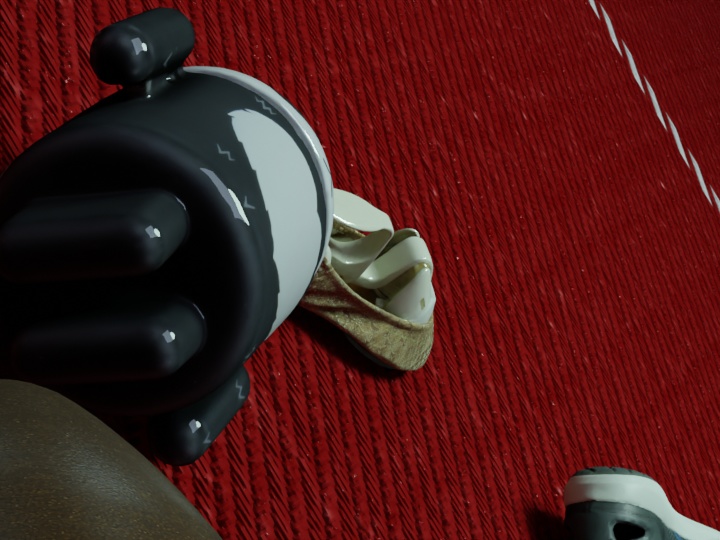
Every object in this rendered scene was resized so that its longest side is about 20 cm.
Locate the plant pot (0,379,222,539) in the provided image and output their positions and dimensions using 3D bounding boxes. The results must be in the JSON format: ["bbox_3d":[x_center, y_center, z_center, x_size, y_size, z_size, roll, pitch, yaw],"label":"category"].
[{"bbox_3d":[-0.104,0.120,0.648,0.187,0.187,0.200,46,9,-28],"label":"plant pot"}]

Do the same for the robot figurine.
[{"bbox_3d":[-0.080,-0.015,0.928,0.124,0.151,0.200,33,21,3],"label":"robot figurine"}]

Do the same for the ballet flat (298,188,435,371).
[{"bbox_3d":[0.000,0.000,1.182,0.200,0.065,0.071,29,35,-54],"label":"ballet flat"}]

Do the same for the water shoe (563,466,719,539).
[{"bbox_3d":[0.172,0.184,1.345,0.200,0.071,0.079,38,56,-47],"label":"water shoe"}]
